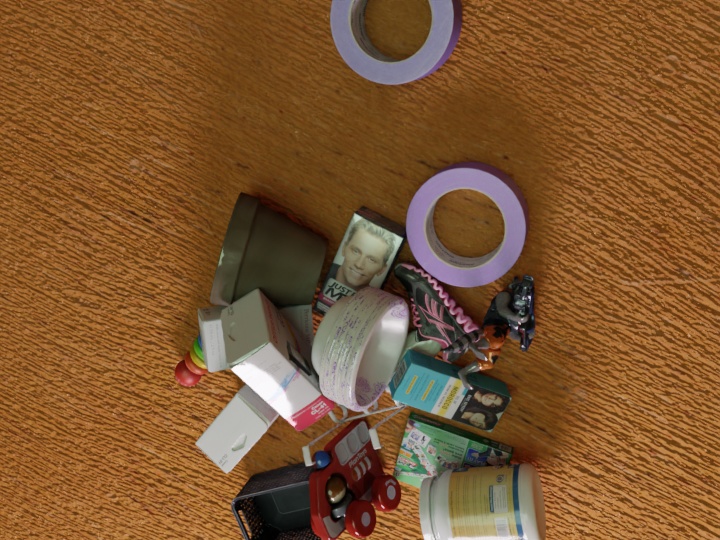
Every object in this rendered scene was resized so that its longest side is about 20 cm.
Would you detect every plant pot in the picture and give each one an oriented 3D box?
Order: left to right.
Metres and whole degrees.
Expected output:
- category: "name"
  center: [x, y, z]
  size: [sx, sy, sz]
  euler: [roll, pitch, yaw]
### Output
- category: "plant pot"
  center: [-0.155, -0.018, 1.457]
  size: [0.172, 0.200, 0.201]
  euler: [16, 110, -5]

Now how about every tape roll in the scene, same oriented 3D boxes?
- category: "tape roll"
  center: [0.058, -0.401, 1.325]
  size: [0.198, 0.085, 0.202]
  euler: [4, 107, 15]
- category: "tape roll"
  center: [0.179, -0.077, 1.394]
  size: [0.199, 0.066, 0.202]
  euler: [5, 106, 16]

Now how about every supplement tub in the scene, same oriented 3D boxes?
- category: "supplement tub"
  center: [0.214, 0.417, 1.453]
  size: [0.199, 0.145, 0.146]
  euler: [-9, 103, 18]

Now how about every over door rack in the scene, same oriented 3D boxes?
- category: "over door rack"
  center: [-0.007, 0.259, 1.472]
  size: [0.147, 0.200, 0.067]
  euler: [-19, 99, 23]

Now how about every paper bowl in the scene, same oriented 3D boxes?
- category: "paper bowl"
  center: [-0.007, 0.123, 1.385]
  size: [0.104, 0.200, 0.202]
  euler: [22, 111, 23]

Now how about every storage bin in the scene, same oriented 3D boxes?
- category: "storage bin"
  center: [-0.135, 0.465, 1.632]
  size: [0.199, 0.094, 0.136]
  euler: [-18, 100, 20]

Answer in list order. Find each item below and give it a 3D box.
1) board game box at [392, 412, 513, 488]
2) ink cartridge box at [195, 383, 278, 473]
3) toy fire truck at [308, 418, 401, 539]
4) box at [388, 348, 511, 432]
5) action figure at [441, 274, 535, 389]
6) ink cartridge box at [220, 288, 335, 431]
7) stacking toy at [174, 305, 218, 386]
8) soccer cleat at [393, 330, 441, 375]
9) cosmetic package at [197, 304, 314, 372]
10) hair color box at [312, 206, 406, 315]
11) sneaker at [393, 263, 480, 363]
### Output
- category: "board game box"
  center: [0.168, 0.357, 1.543]
  size: [0.199, 0.029, 0.135]
  euler: [18, 111, 11]
- category: "ink cartridge box"
  center: [-0.196, 0.257, 1.530]
  size: [0.083, 0.200, 0.145]
  euler: [41, 112, 2]
- category: "toy fire truck"
  center: [-0.028, 0.387, 1.522]
  size: [0.112, 0.200, 0.169]
  euler: [-15, 101, 41]
- category: "box"
  center: [0.156, 0.211, 1.453]
  size: [0.199, 0.049, 0.083]
  euler: [20, 112, -15]
- category: "action figure"
  center: [0.226, 0.077, 1.366]
  size: [0.104, 0.194, 0.201]
  euler: [25, 146, 26]
- category: "ink cartridge box"
  center: [-0.139, 0.151, 1.395]
  size: [0.085, 0.148, 0.200]
  euler: [-31, 128, 7]
- category: "stacking toy"
  center: [-0.292, 0.155, 1.599]
  size: [0.085, 0.085, 0.200]
  euler: [43, 117, 1]
- category: "soccer cleat"
  center: [0.058, 0.168, 1.494]
  size: [0.199, 0.078, 0.070]
  euler: [-27, 97, 22]
- category: "cosmetic package"
  center: [-0.186, 0.109, 1.499]
  size: [0.199, 0.074, 0.102]
  euler: [-9, 111, -17]
- category: "hair color box"
  center: [0.000, 0.000, 1.472]
  size: [0.100, 0.061, 0.201]
  euler: [27, 111, 7]
- category: "sneaker"
  center: [0.118, 0.076, 1.435]
  size: [0.095, 0.079, 0.200]
  euler: [-43, 89, -5]
